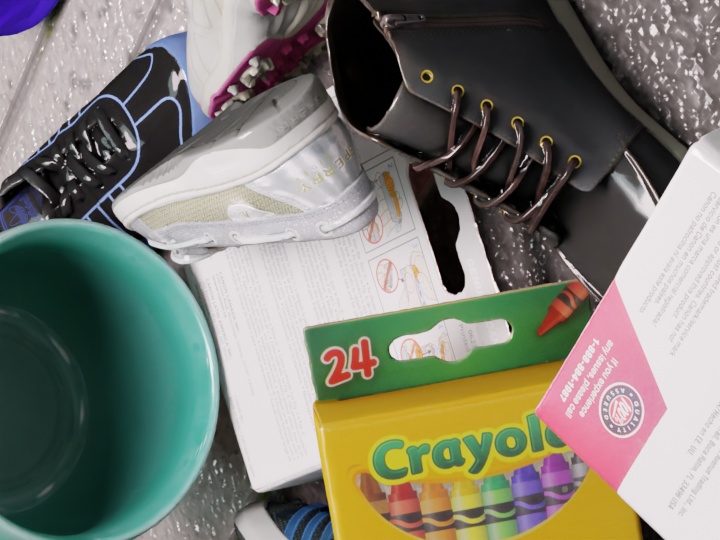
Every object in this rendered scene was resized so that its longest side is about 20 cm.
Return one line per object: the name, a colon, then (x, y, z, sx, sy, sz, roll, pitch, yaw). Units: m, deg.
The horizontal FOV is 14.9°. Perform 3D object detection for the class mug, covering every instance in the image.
mug: (-0.161, 0.075, 1.296, 0.114, 0.151, 0.186, -16, 55, 58)

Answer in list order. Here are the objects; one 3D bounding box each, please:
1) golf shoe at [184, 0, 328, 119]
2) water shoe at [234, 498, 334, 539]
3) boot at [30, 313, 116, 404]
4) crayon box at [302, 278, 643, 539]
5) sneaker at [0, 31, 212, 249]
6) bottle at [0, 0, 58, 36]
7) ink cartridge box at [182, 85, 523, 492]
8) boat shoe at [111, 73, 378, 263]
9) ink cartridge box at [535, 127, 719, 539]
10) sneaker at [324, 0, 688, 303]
golf shoe: (-0.050, -0.139, 1.214, 0.092, 0.075, 0.200, 51, 154, 12)
water shoe: (0.002, 0.142, 1.263, 0.072, 0.079, 0.200, 65, 169, -17)
boot: (-0.150, 0.118, 1.425, 0.144, 0.201, 0.071, -33, 27, 14)
crayon box: (0.052, 0.113, 1.133, 0.051, 0.126, 0.201, -117, 16, -80)
sneaker: (-0.133, -0.041, 1.364, 0.070, 0.078, 0.200, 57, 137, 23)
bottle: (-0.219, -0.218, 1.430, 0.201, 0.065, 0.084, 59, 138, 21)
ink cartridge box: (0.000, 0.000, 1.247, 0.200, 0.050, 0.162, -25, 80, 45)
boat shoe: (-0.050, -0.033, 1.188, 0.065, 0.074, 0.202, 54, 156, -8)
ink cartridge box: (0.181, 0.057, 0.984, 0.200, 0.084, 0.145, 43, 130, 20)
sneaker: (0.065, -0.038, 1.107, 0.200, 0.106, 0.075, 55, 135, 24)
